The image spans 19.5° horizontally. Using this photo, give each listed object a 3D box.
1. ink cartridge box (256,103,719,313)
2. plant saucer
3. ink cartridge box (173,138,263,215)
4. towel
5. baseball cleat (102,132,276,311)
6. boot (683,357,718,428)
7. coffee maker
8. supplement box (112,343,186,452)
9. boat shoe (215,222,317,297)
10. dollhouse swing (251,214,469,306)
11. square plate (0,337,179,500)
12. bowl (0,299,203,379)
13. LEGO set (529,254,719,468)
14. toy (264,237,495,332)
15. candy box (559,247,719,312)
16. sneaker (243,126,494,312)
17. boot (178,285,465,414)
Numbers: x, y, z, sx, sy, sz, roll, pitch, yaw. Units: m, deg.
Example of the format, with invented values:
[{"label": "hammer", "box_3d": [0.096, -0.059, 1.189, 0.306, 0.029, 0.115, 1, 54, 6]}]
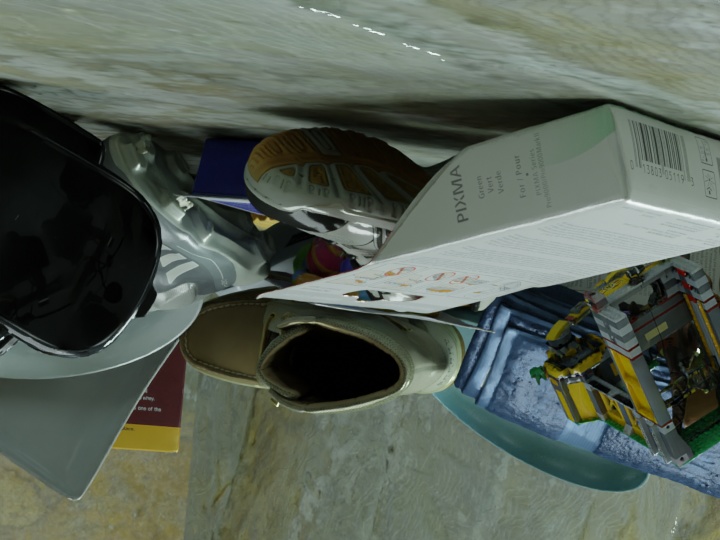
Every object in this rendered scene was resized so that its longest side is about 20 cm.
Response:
[{"label": "ink cartridge box", "box_3d": [0.072, -0.023, 0.997, 0.200, 0.050, 0.161, -12, 169, 32]}, {"label": "plant saucer", "box_3d": [0.120, 0.085, 1.469, 0.200, 0.027, 0.200, 29, 158, 13]}, {"label": "ink cartridge box", "box_3d": [-0.026, -0.049, 1.214, 0.099, 0.039, 0.200, 5, 179, 16]}, {"label": "towel", "box_3d": [0.164, 0.078, 1.337, 0.200, 0.049, 0.112, 20, 134, 1]}, {"label": "baseball cleat", "box_3d": [-0.124, -0.016, 1.235, 0.106, 0.070, 0.200, -27, 153, 13]}, {"label": "boot", "box_3d": [0.277, 0.049, 1.198, 0.200, 0.069, 0.188, -17, -143, 14]}, {"label": "coffee maker", "box_3d": [-0.218, -0.024, 1.085, 0.192, 0.135, 0.200, 7, 176, -22]}, {"label": "supplement box", "box_3d": [-0.248, 0.034, 1.658, 0.197, 0.200, 0.133, 7, 177, -29]}, {"label": "boat shoe", "box_3d": [-0.028, -0.001, 1.488, 0.199, 0.074, 0.068, -21, 118, 45]}, {"label": "dollhouse swing", "box_3d": [0.024, 0.029, 1.608, 0.176, 0.182, 0.200, -6, -177, -26]}, {"label": "square plate", "box_3d": [-0.242, 0.045, 1.481, 0.198, 0.200, 0.028, 33, 138, -4]}, {"label": "bowl", "box_3d": [-0.207, -0.013, 1.387, 0.201, 0.090, 0.201, -8, 150, -4]}, {"label": "LEGO set", "box_3d": [0.185, 0.008, 1.173, 0.200, 0.116, 0.154, -28, -157, -5]}, {"label": "toy", "box_3d": [0.000, 0.000, 1.310, 0.115, 0.047, 0.200, 8, -179, -18]}, {"label": "candy box", "box_3d": [0.164, -0.005, 1.413, 0.200, 0.072, 0.168, 4, 178, 20]}, {"label": "sneaker", "box_3d": [0.016, -0.016, 1.089, 0.200, 0.088, 0.076, 9, -146, -39]}, {"label": "boot", "box_3d": [-0.045, 0.052, 1.370, 0.200, 0.072, 0.155, 5, -175, 17]}]
